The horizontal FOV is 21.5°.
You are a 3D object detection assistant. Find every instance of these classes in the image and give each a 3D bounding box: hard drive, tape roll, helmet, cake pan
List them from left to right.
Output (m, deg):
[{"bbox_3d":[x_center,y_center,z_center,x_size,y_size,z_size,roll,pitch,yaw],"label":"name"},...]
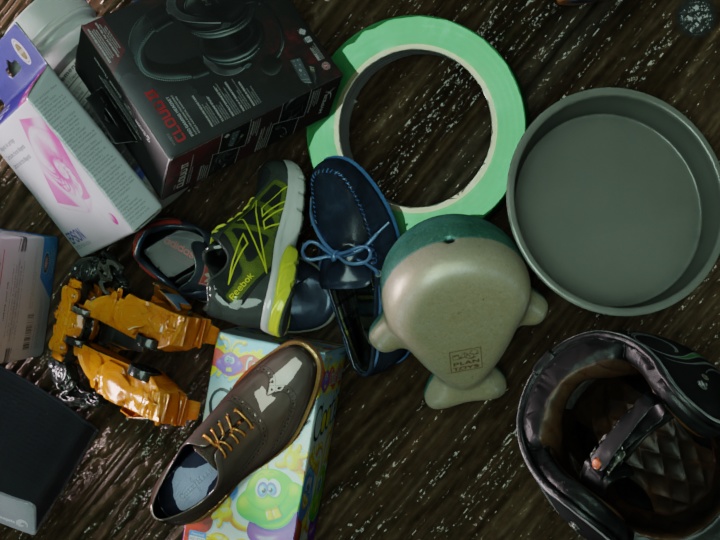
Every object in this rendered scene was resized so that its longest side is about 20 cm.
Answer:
[{"bbox_3d":[-0.357,0.144,1.751,0.199,0.042,0.135,26,59,6],"label":"hard drive"},{"bbox_3d":[0.052,-0.126,1.700,0.198,0.048,0.203,0,91,11],"label":"tape roll"},{"bbox_3d":[0.219,-0.057,1.642,0.198,0.037,0.202,2,78,-10],"label":"cake pan"},{"bbox_3d":[0.241,0.151,1.599,0.199,0.190,0.202,-18,59,32],"label":"helmet"}]

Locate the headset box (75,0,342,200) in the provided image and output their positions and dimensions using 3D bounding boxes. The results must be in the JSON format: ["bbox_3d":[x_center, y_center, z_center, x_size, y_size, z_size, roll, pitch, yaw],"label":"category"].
[{"bbox_3d":[-0.140,-0.167,1.638,0.199,0.077,0.149,-27,73,-24],"label":"headset box"}]

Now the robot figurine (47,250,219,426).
[{"bbox_3d":[-0.213,0.066,1.711,0.199,0.058,0.146,21,98,48],"label":"robot figurine"}]

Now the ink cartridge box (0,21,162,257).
[{"bbox_3d":[-0.272,-0.108,1.672,0.043,0.196,0.200,-42,99,-20],"label":"ink cartridge box"}]

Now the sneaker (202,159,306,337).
[{"bbox_3d":[-0.094,-0.030,1.665,0.084,0.201,0.075,8,132,-6],"label":"sneaker"}]

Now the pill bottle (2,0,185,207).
[{"bbox_3d":[-0.228,-0.157,1.720,0.200,0.114,0.114,45,98,7],"label":"pill bottle"}]

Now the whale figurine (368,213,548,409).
[{"bbox_3d":[0.083,0.034,1.653,0.157,0.201,0.104,-12,46,-1],"label":"whale figurine"}]

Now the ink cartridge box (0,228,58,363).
[{"bbox_3d":[-0.342,0.022,1.700,0.066,0.200,0.117,9,92,11],"label":"ink cartridge box"}]

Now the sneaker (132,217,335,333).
[{"bbox_3d":[-0.117,0.007,1.716,0.198,0.084,0.076,17,94,10],"label":"sneaker"}]

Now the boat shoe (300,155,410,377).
[{"bbox_3d":[0.000,0.000,1.664,0.084,0.069,0.201,-6,113,41],"label":"boat shoe"}]

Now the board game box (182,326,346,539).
[{"bbox_3d":[-0.086,0.159,1.703,0.104,0.103,0.202,10,93,10],"label":"board game box"}]

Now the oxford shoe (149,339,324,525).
[{"bbox_3d":[-0.105,0.143,1.616,0.071,0.073,0.200,40,98,8],"label":"oxford shoe"}]

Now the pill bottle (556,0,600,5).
[{"bbox_3d":[0.187,-0.334,1.642,0.105,0.106,0.202,-10,90,11],"label":"pill bottle"}]
